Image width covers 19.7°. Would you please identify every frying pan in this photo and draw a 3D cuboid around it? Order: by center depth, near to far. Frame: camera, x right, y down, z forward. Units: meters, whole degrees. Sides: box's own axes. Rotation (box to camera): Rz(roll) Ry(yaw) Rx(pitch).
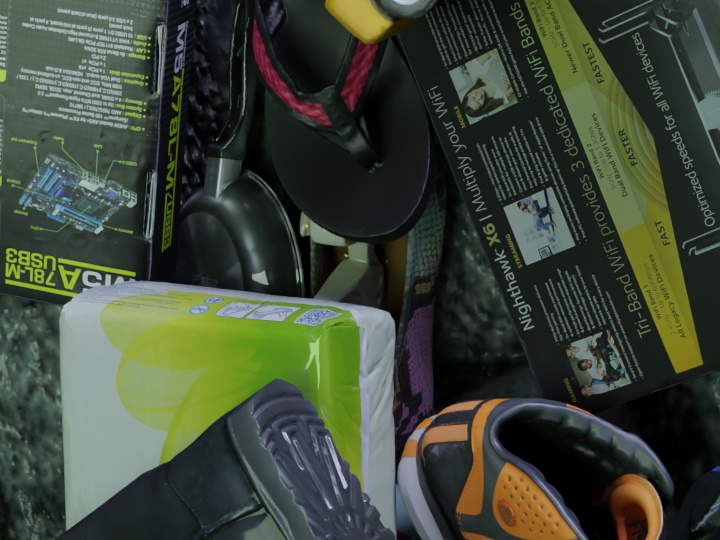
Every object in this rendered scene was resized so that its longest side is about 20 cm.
[{"bbox_3d":[-0.056,-0.025,0.993,0.115,0.031,0.191,43,129,44],"label":"frying pan"}]

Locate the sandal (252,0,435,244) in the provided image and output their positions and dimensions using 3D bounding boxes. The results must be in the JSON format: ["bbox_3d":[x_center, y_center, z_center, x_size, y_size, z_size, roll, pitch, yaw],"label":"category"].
[{"bbox_3d":[-0.018,-0.107,0.914,0.075,0.045,0.202,-15,75,15],"label":"sandal"}]

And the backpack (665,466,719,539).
[{"bbox_3d":[0.193,0.174,0.805,0.162,0.166,0.202,-146,56,-72],"label":"backpack"}]

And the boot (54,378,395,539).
[{"bbox_3d":[-0.068,0.164,0.868,0.200,0.065,0.166,-36,72,28],"label":"boot"}]

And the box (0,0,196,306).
[{"bbox_3d":[-0.180,-0.087,0.993,0.198,0.048,0.195,10,112,13],"label":"box"}]

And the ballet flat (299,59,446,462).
[{"bbox_3d":[0.000,0.000,0.953,0.069,0.071,0.202,10,107,31],"label":"ballet flat"}]

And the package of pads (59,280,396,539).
[{"bbox_3d":[-0.061,0.109,0.934,0.153,0.068,0.202,6,101,32],"label":"package of pads"}]

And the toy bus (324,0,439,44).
[{"bbox_3d":[0.051,-0.184,0.810,0.078,0.065,0.200,43,112,2],"label":"toy bus"}]

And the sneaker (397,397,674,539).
[{"bbox_3d":[0.101,0.140,0.882,0.200,0.078,0.112,52,149,-8],"label":"sneaker"}]

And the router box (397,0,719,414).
[{"bbox_3d":[0.117,-0.053,0.868,0.157,0.052,0.201,-22,90,37],"label":"router box"}]

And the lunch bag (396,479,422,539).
[{"bbox_3d":[-0.006,0.184,1.002,0.199,0.077,0.161,33,118,25],"label":"lunch bag"}]
